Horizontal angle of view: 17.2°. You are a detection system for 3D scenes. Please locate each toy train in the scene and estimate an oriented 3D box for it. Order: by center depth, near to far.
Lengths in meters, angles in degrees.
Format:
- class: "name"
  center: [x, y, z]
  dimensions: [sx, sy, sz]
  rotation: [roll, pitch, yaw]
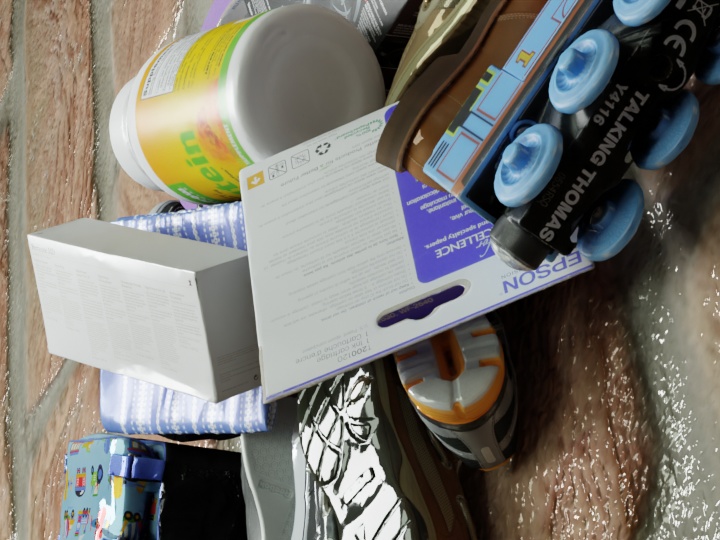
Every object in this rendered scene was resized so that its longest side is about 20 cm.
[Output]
- class: "toy train"
  center: [0.120, -0.094, 1.208]
  dimensions: [0.201, 0.086, 0.114]
  rotation: [-57, 28, 4]

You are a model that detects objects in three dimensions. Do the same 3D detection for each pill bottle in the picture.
- class: "pill bottle"
  center: [-0.080, -0.100, 1.518]
  dimensions: [0.199, 0.110, 0.112]
  rotation: [-7, 70, 57]

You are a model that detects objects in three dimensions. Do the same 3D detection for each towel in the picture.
- class: "towel"
  center: [-0.113, 0.031, 1.513]
  dimensions: [0.199, 0.024, 0.146]
  rotation: [-6, 82, 54]

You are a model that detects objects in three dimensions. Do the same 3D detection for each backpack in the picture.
- class: "backpack"
  center: [-0.137, 0.218, 1.625]
  dimensions: [0.182, 0.133, 0.202]
  rotation: [177, 101, -70]

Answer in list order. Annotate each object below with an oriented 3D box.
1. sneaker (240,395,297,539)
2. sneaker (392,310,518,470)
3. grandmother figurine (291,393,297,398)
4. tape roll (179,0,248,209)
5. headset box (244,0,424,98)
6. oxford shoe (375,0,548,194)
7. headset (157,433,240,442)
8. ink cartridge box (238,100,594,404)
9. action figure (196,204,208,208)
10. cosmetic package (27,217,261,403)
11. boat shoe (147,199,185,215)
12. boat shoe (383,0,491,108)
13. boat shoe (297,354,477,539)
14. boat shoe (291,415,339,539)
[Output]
- class: "sneaker"
  center: [-0.038, 0.183, 1.509]
  dimensions: [0.099, 0.070, 0.202]
  rotation: [79, -176, -82]
- class: "sneaker"
  center: [0.048, 0.035, 1.364]
  dimensions: [0.078, 0.078, 0.201]
  rotation: [-20, 38, 10]
- class: "grandmother figurine"
  center: [0.000, 0.000, 1.535]
  dimensions: [0.200, 0.060, 0.122]
  rotation: [-52, 59, 40]
- class: "tape roll"
  center: [-0.074, -0.133, 1.780]
  dimensions: [0.200, 0.065, 0.202]
  rotation: [-166, 90, -69]
- class: "headset box"
  center: [0.011, -0.185, 1.548]
  dimensions: [0.200, 0.077, 0.150]
  rotation: [-53, 46, 42]
- class: "oxford shoe"
  center: [0.090, -0.113, 1.325]
  dimensions: [0.200, 0.071, 0.072]
  rotation: [-53, -16, -26]
- class: "headset"
  center: [-0.096, 0.052, 1.548]
  dimensions: [0.199, 0.094, 0.125]
  rotation: [3, 94, 40]
- class: "ink cartridge box"
  center: [0.030, -0.018, 1.333]
  dimensions: [0.197, 0.044, 0.201]
  rotation: [-22, 40, 12]
- class: "action figure"
  center: [-0.085, -0.001, 1.656]
  dimensions: [0.200, 0.102, 0.119]
  rotation: [-52, -13, 13]
- class: "cosmetic package"
  center: [-0.131, 0.021, 1.471]
  dimensions: [0.199, 0.050, 0.083]
  rotation: [12, 117, 52]
- class: "boat shoe"
  center: [-0.130, 0.030, 1.824]
  dimensions: [0.057, 0.068, 0.202]
  rotation: [-37, 49, 46]
- class: "boat shoe"
  center: [0.073, -0.158, 1.427]
  dimensions: [0.201, 0.071, 0.065]
  rotation: [-54, 37, 24]
- class: "boat shoe"
  center: [0.019, 0.111, 1.369]
  dimensions: [0.076, 0.073, 0.201]
  rotation: [-42, 47, 35]
- class: "boat shoe"
  center: [-0.004, 0.138, 1.423]
  dimensions: [0.068, 0.073, 0.200]
  rotation: [-29, 35, 42]
